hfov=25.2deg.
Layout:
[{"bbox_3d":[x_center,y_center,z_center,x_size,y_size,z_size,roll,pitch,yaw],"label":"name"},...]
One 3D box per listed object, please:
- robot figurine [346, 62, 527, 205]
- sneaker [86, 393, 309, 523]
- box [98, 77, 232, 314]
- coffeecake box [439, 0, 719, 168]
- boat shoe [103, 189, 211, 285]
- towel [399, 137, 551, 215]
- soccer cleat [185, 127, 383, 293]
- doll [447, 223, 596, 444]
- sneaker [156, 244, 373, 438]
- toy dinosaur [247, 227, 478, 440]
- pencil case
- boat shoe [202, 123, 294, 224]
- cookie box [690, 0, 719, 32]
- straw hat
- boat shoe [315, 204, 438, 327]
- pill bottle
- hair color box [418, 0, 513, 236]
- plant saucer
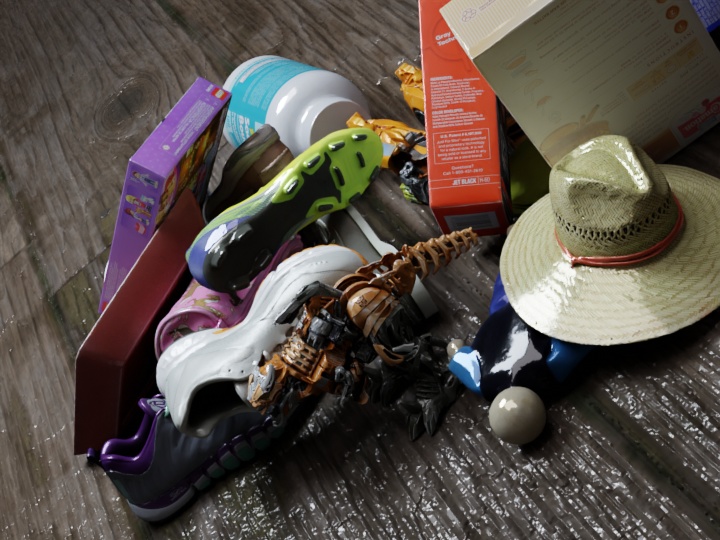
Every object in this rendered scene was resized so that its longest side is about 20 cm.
[{"bbox_3d":[0.072,-0.128,1.425,0.145,0.058,0.200,-47,28,-12],"label":"robot figurine"},{"bbox_3d":[-0.128,0.120,1.322,0.200,0.088,0.074,-41,28,1],"label":"sneaker"},{"bbox_3d":[-0.180,-0.060,1.473,0.137,0.039,0.201,-58,-8,-45],"label":"box"},{"bbox_3d":[0.178,-0.160,1.210,0.153,0.200,0.073,-36,43,9],"label":"coffeecake box"},{"bbox_3d":[-0.198,-0.017,1.636,0.067,0.072,0.201,-24,25,31],"label":"boat shoe"},{"bbox_3d":[0.116,-0.088,1.392,0.086,0.018,0.199,-51,29,-17],"label":"towel"},{"bbox_3d":[-0.067,-0.059,1.360,0.200,0.065,0.084,-41,29,-15],"label":"soccer cleat"},{"bbox_3d":[0.127,0.041,1.158,0.135,0.049,0.201,-14,38,30],"label":"doll"},{"bbox_3d":[-0.067,0.064,1.248,0.199,0.076,0.092,-37,32,10],"label":"sneaker"},{"bbox_3d":[0.011,0.048,1.199,0.199,0.136,0.102,-33,27,15],"label":"toy dinosaur"},{"bbox_3d":[-0.114,0.021,1.422,0.200,0.082,0.087,-63,-8,-55],"label":"pencil case"},{"bbox_3d":[-0.100,-0.068,1.546,0.076,0.072,0.200,-46,-3,-19],"label":"boat shoe"},{"bbox_3d":[0.215,-0.230,1.359,0.199,0.075,0.172,-34,28,13],"label":"cookie box"},{"bbox_3d":[0.176,-0.046,1.125,0.199,0.086,0.202,-14,37,11],"label":"straw hat"},{"bbox_3d":[-0.001,-0.002,1.357,0.060,0.072,0.202,-37,31,-4],"label":"boat shoe"},{"bbox_3d":[-0.060,-0.149,1.599,0.111,0.111,0.200,-45,27,-9],"label":"pill bottle"},{"bbox_3d":[0.085,-0.136,1.295,0.061,0.102,0.202,-5,77,9],"label":"hair color box"},{"bbox_3d":[-0.195,0.055,1.457,0.201,0.036,0.200,106,-169,-57],"label":"plant saucer"}]
